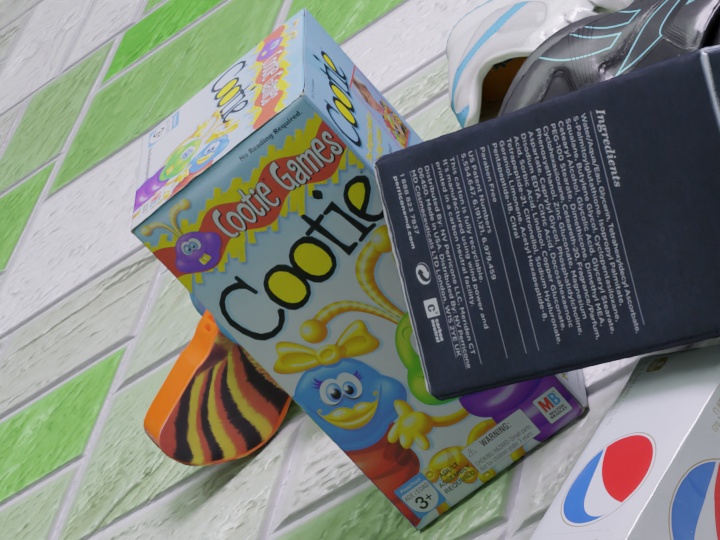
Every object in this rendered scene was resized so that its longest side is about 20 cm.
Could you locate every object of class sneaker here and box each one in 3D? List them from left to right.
[{"bbox_3d":[0.129,-0.137,1.508,0.200,0.076,0.081,-39,29,28],"label":"sneaker"},{"bbox_3d":[0.146,-0.100,1.391,0.200,0.075,0.079,-41,23,7],"label":"sneaker"}]

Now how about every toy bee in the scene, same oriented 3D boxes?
[{"bbox_3d":[-0.032,0.017,1.484,0.201,0.108,0.131,-62,21,24],"label":"toy bee"}]

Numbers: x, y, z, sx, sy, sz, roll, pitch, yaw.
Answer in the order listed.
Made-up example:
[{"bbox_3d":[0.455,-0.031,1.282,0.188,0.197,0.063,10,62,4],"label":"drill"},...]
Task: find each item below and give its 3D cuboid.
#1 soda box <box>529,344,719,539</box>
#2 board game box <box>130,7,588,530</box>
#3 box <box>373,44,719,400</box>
[{"bbox_3d":[0.099,0.123,1.055,0.064,0.068,0.200,-14,36,54],"label":"soda box"},{"bbox_3d":[0.000,0.000,1.286,0.103,0.200,0.105,-37,21,16],"label":"board game box"},{"bbox_3d":[0.130,-0.026,1.144,0.148,0.108,0.199,-13,-3,-40],"label":"box"}]
